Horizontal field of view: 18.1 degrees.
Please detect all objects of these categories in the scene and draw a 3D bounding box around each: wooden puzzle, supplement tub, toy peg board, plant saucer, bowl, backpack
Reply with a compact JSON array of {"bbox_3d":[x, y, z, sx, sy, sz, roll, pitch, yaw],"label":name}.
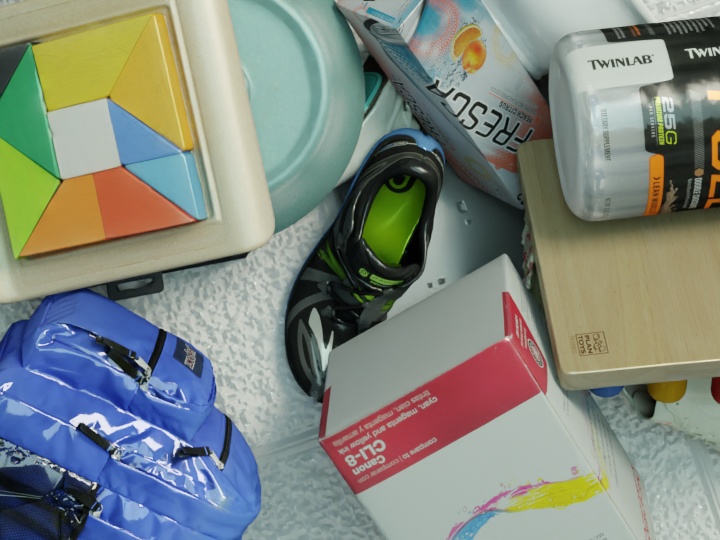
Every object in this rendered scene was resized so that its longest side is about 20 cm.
[{"bbox_3d":[-0.167,-0.086,1.426,0.198,0.037,0.187,-12,92,14],"label":"wooden puzzle"},{"bbox_3d":[0.227,-0.102,1.454,0.198,0.123,0.124,-7,85,-3],"label":"supplement tub"},{"bbox_3d":[0.214,0.011,1.503,0.197,0.098,0.201,-6,49,-2],"label":"toy peg board"},{"bbox_3d":[-0.093,-0.116,1.467,0.198,0.036,0.202,0,92,-7],"label":"plant saucer"},{"bbox_3d":[0.126,-0.195,1.550,0.090,0.201,0.202,-37,90,9],"label":"bowl"},{"bbox_3d":[-0.157,0.121,1.457,0.199,0.163,0.168,32,107,-9],"label":"backpack"}]

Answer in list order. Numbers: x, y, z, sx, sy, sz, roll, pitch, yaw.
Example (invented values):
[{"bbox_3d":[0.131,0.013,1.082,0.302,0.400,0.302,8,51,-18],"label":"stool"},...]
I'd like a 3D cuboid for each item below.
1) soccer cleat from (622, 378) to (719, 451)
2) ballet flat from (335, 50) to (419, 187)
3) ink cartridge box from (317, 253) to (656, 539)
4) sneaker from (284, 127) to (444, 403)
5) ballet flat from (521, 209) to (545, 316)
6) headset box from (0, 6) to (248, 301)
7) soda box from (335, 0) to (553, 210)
[{"bbox_3d":[0.230,0.090,1.568,0.200,0.069,0.078,44,56,-12],"label":"soccer cleat"},{"bbox_3d":[0.024,-0.129,1.583,0.069,0.069,0.201,27,80,-5],"label":"ballet flat"},{"bbox_3d":[0.085,0.126,1.474,0.144,0.145,0.201,-30,107,12],"label":"ink cartridge box"},{"bbox_3d":[0.000,0.000,1.535,0.070,0.083,0.201,22,106,-8],"label":"sneaker"},{"bbox_3d":[0.145,0.014,1.580,0.075,0.064,0.202,8,82,-7],"label":"ballet flat"},{"bbox_3d":[-0.169,-0.082,1.529,0.173,0.093,0.202,-12,86,-10],"label":"headset box"},{"bbox_3d":[0.066,-0.130,1.526,0.064,0.068,0.200,-50,134,-11],"label":"soda box"}]
